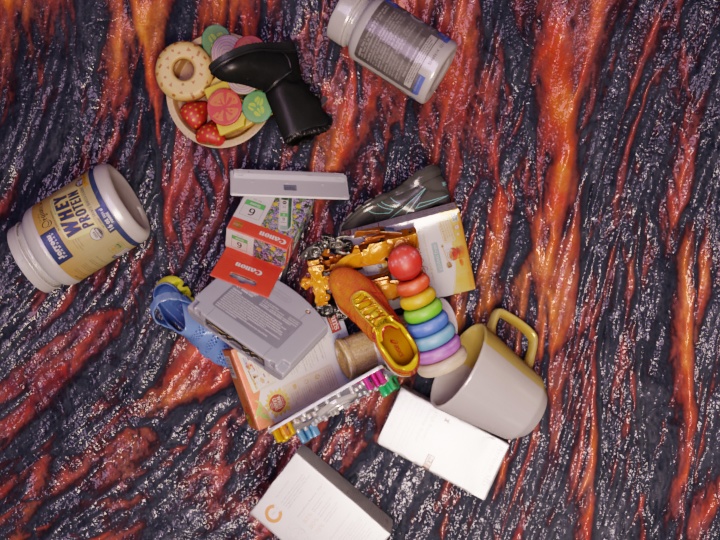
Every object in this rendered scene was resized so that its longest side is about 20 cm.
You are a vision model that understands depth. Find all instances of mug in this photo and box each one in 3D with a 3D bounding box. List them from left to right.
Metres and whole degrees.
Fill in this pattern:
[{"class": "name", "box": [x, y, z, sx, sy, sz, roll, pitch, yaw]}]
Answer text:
[{"class": "mug", "box": [0.222, 0.173, 1.504, 0.152, 0.150, 0.188, 32, 95, -11]}]

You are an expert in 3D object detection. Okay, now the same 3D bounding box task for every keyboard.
[{"class": "keyboard", "box": [-0.117, -0.141, 1.571, 0.195, 0.011, 0.057, 1, 55, -10]}]

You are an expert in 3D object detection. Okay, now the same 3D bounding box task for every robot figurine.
[{"class": "robot figurine", "box": [0.000, 0.000, 1.501, 0.195, 0.058, 0.148, -10, 111, 2]}]

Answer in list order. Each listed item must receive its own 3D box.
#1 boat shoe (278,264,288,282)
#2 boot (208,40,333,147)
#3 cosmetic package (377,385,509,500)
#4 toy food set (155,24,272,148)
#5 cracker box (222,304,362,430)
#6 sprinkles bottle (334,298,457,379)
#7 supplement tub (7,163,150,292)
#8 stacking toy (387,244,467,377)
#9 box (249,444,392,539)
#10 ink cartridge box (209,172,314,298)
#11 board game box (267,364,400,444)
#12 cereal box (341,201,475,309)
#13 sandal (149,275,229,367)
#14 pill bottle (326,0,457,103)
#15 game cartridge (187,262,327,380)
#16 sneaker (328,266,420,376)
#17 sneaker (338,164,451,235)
[{"class": "boat shoe", "box": [-0.178, 0.039, 1.577, 0.084, 0.075, 0.206, 13, 88, 5]}, {"class": "boot", "box": [-0.138, -0.280, 1.532, 0.073, 0.197, 0.165, -24, 89, 41]}, {"class": "cosmetic package", "box": [0.134, 0.277, 1.544, 0.197, 0.074, 0.103, 26, 91, 6]}, {"class": "toy food set", "box": [-0.237, -0.310, 1.606, 0.195, 0.049, 0.204, -22, 86, 4]}, {"class": "cracker box", "box": [-0.106, 0.153, 1.527, 0.197, 0.057, 0.137, -22, 96, -23]}, {"class": "sprinkles bottle", "box": [0.058, 0.109, 1.525, 0.197, 0.068, 0.070, -20, 87, -18]}, {"class": "supplement tub", "box": [-0.464, -0.067, 1.569, 0.198, 0.144, 0.146, -31, 86, 3]}, {"class": "stacking toy", "box": [0.092, 0.058, 1.455, 0.084, 0.085, 0.203, -22, 103, 3]}, {"class": "box", "box": [-0.061, 0.400, 1.543, 0.199, 0.097, 0.125, 39, 92, 4]}, {"class": "ink cartridge box", "box": [-0.157, -0.060, 1.535, 0.107, 0.051, 0.202, 20, 50, 4]}, {"class": "board game box", "box": [-0.033, 0.215, 1.494, 0.197, 0.200, 0.026, -30, 76, 3]}, {"class": "cereal box", "box": [0.078, -0.016, 1.549, 0.196, 0.040, 0.146, -15, 112, 3]}, {"class": "sandal", "box": [-0.277, 0.093, 1.573, 0.198, 0.087, 0.080, 36, 105, 6]}, {"class": "pill bottle", "box": [0.049, -0.372, 1.552, 0.198, 0.114, 0.115, 33, 91, 5]}, {"class": "game cartridge", "box": [-0.155, 0.072, 1.483, 0.198, 0.041, 0.133, 32, 57, 20]}, {"class": "sneaker", "box": [0.026, 0.068, 1.426, 0.073, 0.077, 0.200, -39, 77, -12]}, {"class": "sneaker", "box": [0.058, -0.096, 1.562, 0.197, 0.075, 0.080, -29, 88, 4]}]
